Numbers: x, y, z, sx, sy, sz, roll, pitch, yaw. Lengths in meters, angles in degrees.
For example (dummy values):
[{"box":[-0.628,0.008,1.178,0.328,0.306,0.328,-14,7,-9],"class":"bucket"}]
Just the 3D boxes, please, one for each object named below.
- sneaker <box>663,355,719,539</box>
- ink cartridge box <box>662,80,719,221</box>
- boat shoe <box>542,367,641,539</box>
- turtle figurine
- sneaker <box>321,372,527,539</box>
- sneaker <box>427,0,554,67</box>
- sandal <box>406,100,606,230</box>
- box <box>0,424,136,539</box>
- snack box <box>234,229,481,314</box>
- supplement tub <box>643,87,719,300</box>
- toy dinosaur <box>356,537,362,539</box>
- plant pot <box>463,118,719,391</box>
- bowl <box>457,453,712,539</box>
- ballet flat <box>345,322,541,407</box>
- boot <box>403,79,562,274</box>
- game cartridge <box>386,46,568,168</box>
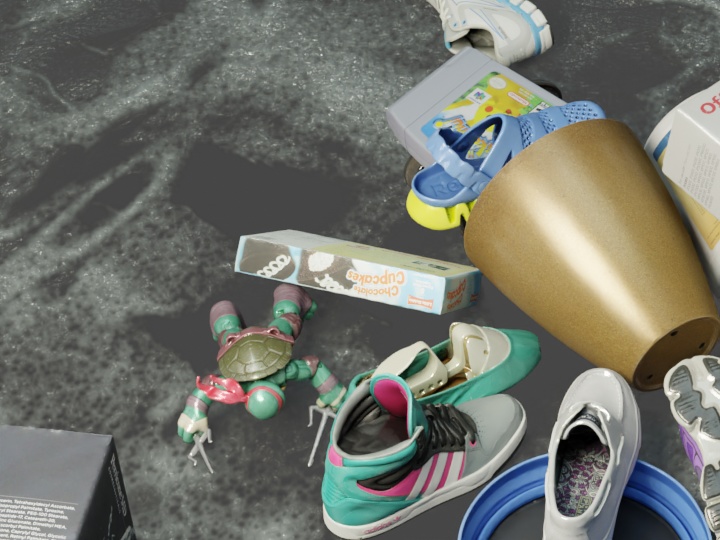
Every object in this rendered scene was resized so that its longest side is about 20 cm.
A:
[{"box":[0.306,0.164,1.479,0.080,0.084,0.201,-16,58,4],"class":"sneaker"},{"box":[0.370,-0.083,1.517,0.145,0.084,0.200,-32,58,-25],"class":"ink cartridge box"},{"box":[0.180,0.142,1.460,0.072,0.069,0.200,10,45,18],"class":"boat shoe"},{"box":[-0.084,0.091,1.592,0.149,0.101,0.200,0,34,-4],"class":"turtle figurine"},{"box":[0.050,0.128,1.511,0.200,0.121,0.084,-29,47,-22],"class":"sneaker"},{"box":[0.110,-0.277,1.980,0.087,0.075,0.200,-37,50,-21],"class":"sneaker"},{"box":[0.133,-0.107,1.652,0.199,0.087,0.080,-24,48,-12],"class":"sandal"},{"box":[-0.249,0.254,1.358,0.123,0.200,0.197,3,44,8],"class":"box"},{"box":[0.000,0.000,1.674,0.199,0.037,0.116,12,8,20],"class":"snack box"},{"box":[0.354,-0.055,1.642,0.144,0.145,0.200,-17,53,-11],"class":"supplement tub"},{"box":[0.013,0.282,1.376,0.199,0.102,0.136,-22,59,-20],"class":"toy dinosaur"},{"box":[0.220,0.001,1.600,0.186,0.187,0.200,-24,55,-18],"class":"plant pot"},{"box":[0.177,0.228,1.447,0.200,0.039,0.201,-4,43,4],"class":"bowl"},{"box":[0.074,0.086,1.591,0.200,0.071,0.067,-25,45,-19],"class":"ballet flat"},{"box":[0.155,-0.087,1.772,0.200,0.069,0.174,-34,47,-13],"class":"boot"},{"box":[0.125,-0.130,1.751,0.133,0.041,0.200,-42,55,-19],"class":"game cartridge"}]
